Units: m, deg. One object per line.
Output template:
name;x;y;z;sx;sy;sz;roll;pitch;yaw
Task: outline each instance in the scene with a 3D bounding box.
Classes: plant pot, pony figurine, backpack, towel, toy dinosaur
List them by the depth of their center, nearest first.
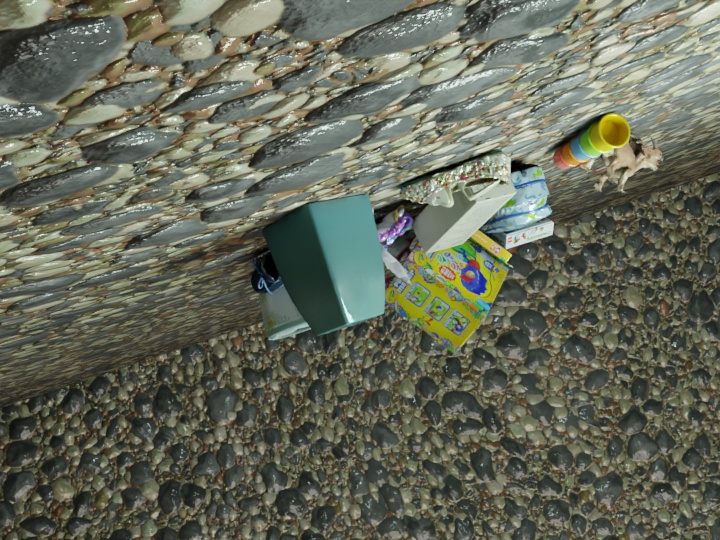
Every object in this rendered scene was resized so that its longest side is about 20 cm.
plant pot;-0.046;-0.003;1.374;0.141;0.202;0.141;-14;174;-43
pony figurine;0.012;-0.051;1.536;0.198;0.167;0.194;-23;-154;11
toy dinosaur;0.491;-0.227;1.554;0.085;0.136;0.199;26;177;41
backpack;0.294;-0.140;1.595;0.161;0.155;0.200;-10;161;-11
towel;-0.120;0.034;1.659;0.198;0.173;0.048;-20;160;21

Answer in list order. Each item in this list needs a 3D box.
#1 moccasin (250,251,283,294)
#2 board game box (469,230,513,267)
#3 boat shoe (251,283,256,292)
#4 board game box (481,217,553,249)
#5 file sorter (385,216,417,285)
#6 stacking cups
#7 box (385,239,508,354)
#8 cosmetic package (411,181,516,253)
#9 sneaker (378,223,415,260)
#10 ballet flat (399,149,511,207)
moccasin;-0.171;-0.015;1.589;0.068;0.081;0.200;-16;161;-42
board game box;0.233;-0.074;1.692;0.030;0.199;0.096;-51;-175;3
boat shoe;-0.153;0.012;1.878;0.200;0.073;0.060;-15;180;0
board game box;0.302;-0.114;1.757;0.125;0.035;0.200;-16;-148;-24
file sorter;0.132;-0.054;1.899;0.199;0.127;0.139;-22;173;26
stacking cups;0.410;-0.221;1.467;0.060;0.061;0.200;-17;175;-12
box;0.173;0.027;1.665;0.122;0.192;0.200;-56;178;36
cosmetic package;0.189;-0.116;1.524;0.103;0.074;0.200;-15;162;-32
sneaker;0.060;-0.066;1.738;0.082;0.088;0.200;-55;179;11
ballet flat;0.164;-0.145;1.387;0.198;0.065;0.076;-19;169;13
